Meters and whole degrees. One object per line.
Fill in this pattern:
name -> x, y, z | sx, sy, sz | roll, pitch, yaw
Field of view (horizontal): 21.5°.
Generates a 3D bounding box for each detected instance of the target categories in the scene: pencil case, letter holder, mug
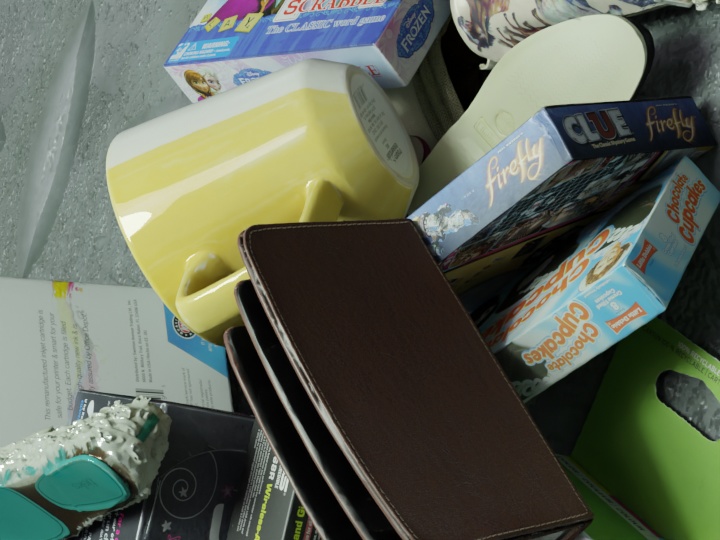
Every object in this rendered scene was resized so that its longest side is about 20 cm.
pencil case -> 0.140, -0.176, 1.117 | 0.200, 0.078, 0.090 | -14, 69, 51
letter holder -> 0.000, 0.082, 0.983 | 0.101, 0.142, 0.200 | -47, 62, 33
mug -> -0.045, -0.038, 1.144 | 0.153, 0.149, 0.187 | -28, 55, 18

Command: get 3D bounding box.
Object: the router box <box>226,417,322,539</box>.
router box -> -0.007, 0.190, 1.124 | 0.062, 0.150, 0.201 | 9, 85, 55

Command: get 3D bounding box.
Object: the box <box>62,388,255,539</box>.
box -> -0.078, 0.157, 1.189 | 0.115, 0.200, 0.133 | 0, 78, 55

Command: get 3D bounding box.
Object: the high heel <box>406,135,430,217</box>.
high heel -> 0.000, 0.000, 1.248 | 0.200, 0.096, 0.067 | -52, 55, 17

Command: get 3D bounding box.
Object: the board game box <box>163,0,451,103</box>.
board game box -> -0.009, -0.200, 1.261 | 0.200, 0.041, 0.200 | 0, 50, 43

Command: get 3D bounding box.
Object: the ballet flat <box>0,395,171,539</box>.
ballet flat -> -0.173, 0.118, 1.119 | 0.200, 0.072, 0.072 | -21, 61, 46

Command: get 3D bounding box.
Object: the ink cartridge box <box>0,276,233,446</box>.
ink cartridge box -> -0.210, 0.105, 1.367 | 0.146, 0.200, 0.147 | 125, 143, -49

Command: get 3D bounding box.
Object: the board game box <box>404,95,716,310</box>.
board game box -> 0.088, -0.031, 1.084 | 0.200, 0.135, 0.035 | -38, 70, 40

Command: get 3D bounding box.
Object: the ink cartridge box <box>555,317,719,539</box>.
ink cartridge box -> 0.125, 0.129, 1.027 | 0.148, 0.076, 0.200 | 41, 112, 52

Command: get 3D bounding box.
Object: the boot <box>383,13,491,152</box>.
boot -> 0.020, -0.141, 1.275 | 0.155, 0.072, 0.200 | -37, 55, 42

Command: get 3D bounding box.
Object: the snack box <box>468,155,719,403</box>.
snack box -> 0.109, 0.024, 1.068 | 0.200, 0.037, 0.116 | -38, 10, 40

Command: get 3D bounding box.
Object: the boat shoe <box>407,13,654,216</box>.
boat shoe -> 0.107, -0.087, 1.133 | 0.074, 0.063, 0.201 | 56, 132, 12
